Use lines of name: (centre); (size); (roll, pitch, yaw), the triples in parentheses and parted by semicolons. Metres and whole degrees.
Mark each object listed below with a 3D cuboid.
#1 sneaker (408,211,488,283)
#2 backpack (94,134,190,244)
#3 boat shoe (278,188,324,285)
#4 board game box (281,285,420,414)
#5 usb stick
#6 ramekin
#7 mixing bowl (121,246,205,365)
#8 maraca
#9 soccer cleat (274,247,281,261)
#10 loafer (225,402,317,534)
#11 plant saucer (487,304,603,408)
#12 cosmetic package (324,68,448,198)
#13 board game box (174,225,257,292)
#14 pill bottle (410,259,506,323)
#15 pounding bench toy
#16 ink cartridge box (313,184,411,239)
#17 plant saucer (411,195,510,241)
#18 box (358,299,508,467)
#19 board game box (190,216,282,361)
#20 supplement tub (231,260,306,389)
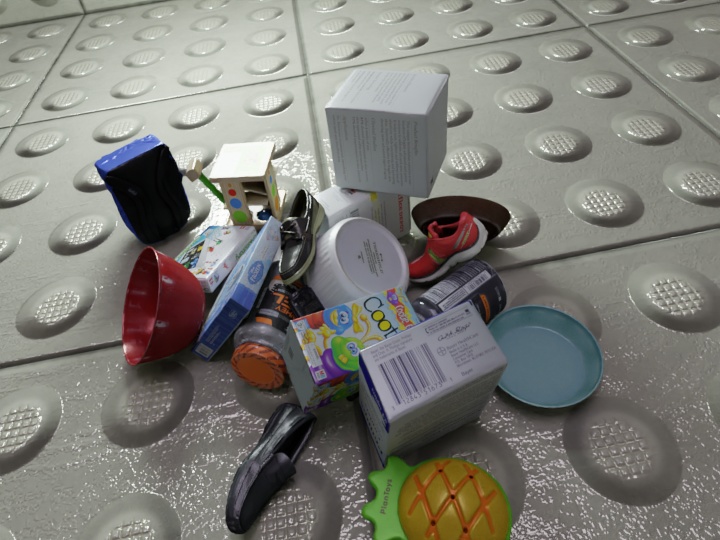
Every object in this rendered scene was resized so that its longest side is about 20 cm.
sneaker: (0.149, -0.049, 1.004); (0.085, 0.198, 0.078); (43, 44, -13)
backpack: (-0.478, -0.181, 1.205); (0.160, 0.205, 0.167); (-31, 39, -20)
boat shoe: (-0.114, -0.065, 0.939); (0.070, 0.066, 0.205); (-20, 37, 29)
board game box: (-0.009, 0.119, 0.816); (0.194, 0.106, 0.105); (-16, 62, -27)
usb stick: (-0.052, 0.120, 0.887); (0.055, 0.033, 0.203); (-30, 84, -33)
ramekin: (0.000, 0.000, 0.958); (0.196, 0.094, 0.209); (17, 54, -24)
mixing bowl: (-0.348, 0.069, 0.966); (0.106, 0.204, 0.202); (10, 31, -37)
maraca: (0.098, 0.310, 0.696); (0.192, 0.109, 0.140); (6, 46, 14)
soccer cleat: (-0.140, -0.074, 1.127); (0.067, 0.088, 0.204); (8, 47, 15)
loafer: (-0.128, 0.284, 0.782); (0.068, 0.070, 0.203); (5, 42, 25)
plant saucer: (0.296, 0.145, 0.884); (0.191, 0.037, 0.205); (-5, 45, 5)
cosmetic package: (0.057, -0.264, 1.022); (0.192, 0.172, 0.169); (10, 44, 18)
board game box: (-0.312, -0.029, 1.113); (0.121, 0.036, 0.202); (2, 35, 21)
pill bottle: (0.152, 0.075, 0.925); (0.197, 0.109, 0.106); (-32, 49, -22)
pounding bench toy: (-0.279, -0.180, 1.203); (0.191, 0.160, 0.127); (-1, 45, 7)
ink cartridge box: (0.004, -0.112, 1.103); (0.196, 0.149, 0.083); (-28, 46, -21)
plant saucer: (0.194, -0.091, 1.044); (0.192, 0.201, 0.036); (4, 76, 11)
box: (0.092, 0.166, 0.764); (0.178, 0.203, 0.107); (-21, 58, -14)
board game box: (-0.219, 0.033, 0.968); (0.043, 0.200, 0.203); (32, 44, -15)
supplement tub: (-0.147, 0.093, 0.937); (0.117, 0.125, 0.204); (4, 46, 12)
